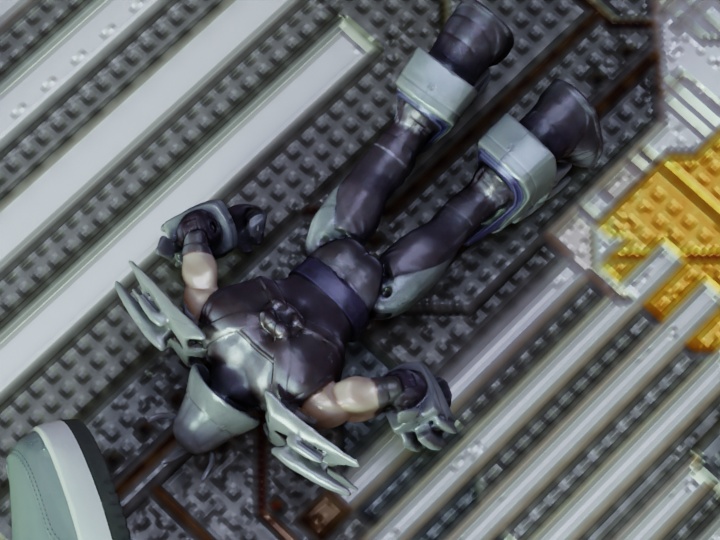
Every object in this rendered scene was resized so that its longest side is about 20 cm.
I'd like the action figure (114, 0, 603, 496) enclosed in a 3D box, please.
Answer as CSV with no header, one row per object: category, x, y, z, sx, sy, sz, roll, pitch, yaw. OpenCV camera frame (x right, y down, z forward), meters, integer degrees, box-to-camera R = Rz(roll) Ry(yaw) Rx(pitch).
action figure,0.000,0.000,1.069,0.130,0.069,0.200,43,76,6

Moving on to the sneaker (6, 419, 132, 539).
sneaker,-0.132,0.152,0.997,0.120,0.084,0.201,-5,70,-15
